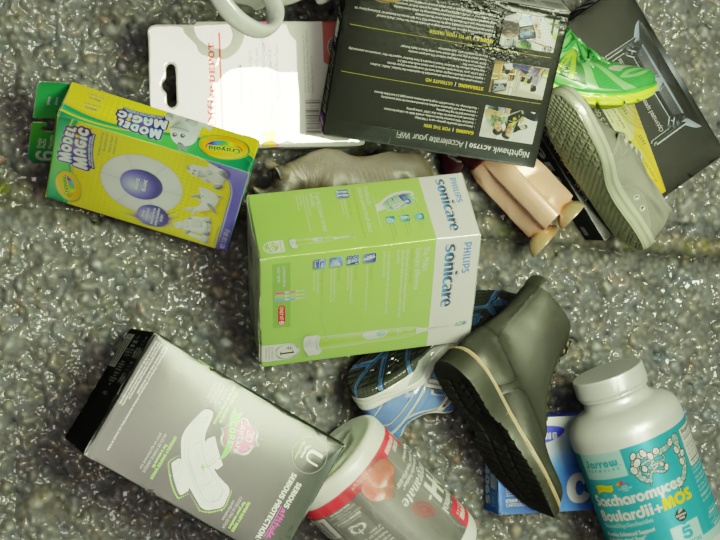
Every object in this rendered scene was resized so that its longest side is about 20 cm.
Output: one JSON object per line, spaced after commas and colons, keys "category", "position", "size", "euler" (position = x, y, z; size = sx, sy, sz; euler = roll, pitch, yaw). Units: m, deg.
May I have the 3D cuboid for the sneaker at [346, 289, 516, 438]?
{"category": "sneaker", "position": [0.080, 0.086, 1.653], "size": [0.200, 0.076, 0.077], "euler": [-29, 121, -13]}

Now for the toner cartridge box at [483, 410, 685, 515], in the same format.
{"category": "toner cartridge box", "position": [0.221, 0.186, 1.698], "size": [0.199, 0.043, 0.095], "euler": [-2, 91, -15]}

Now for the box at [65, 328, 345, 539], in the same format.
{"category": "box", "position": [-0.141, 0.154, 1.544], "size": [0.200, 0.149, 0.124], "euler": [33, 82, -13]}

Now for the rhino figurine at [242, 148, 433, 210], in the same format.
{"category": "rhino figurine", "position": [-0.022, -0.071, 1.607], "size": [0.199, 0.060, 0.088], "euler": [1, 113, -18]}

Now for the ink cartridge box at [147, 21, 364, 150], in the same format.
{"category": "ink cartridge box", "position": [-0.101, -0.169, 1.591], "size": [0.199, 0.067, 0.117], "euler": [-2, 92, -16]}

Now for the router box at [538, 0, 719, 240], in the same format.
{"category": "router box", "position": [0.240, -0.154, 1.691], "size": [0.157, 0.052, 0.200], "euler": [-34, 100, -11]}

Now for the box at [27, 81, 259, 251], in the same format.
{"category": "box", "position": [-0.198, -0.094, 1.528], "size": [0.200, 0.117, 0.048], "euler": [18, 50, -2]}

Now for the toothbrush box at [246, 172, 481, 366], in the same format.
{"category": "toothbrush box", "position": [0.000, 0.000, 1.565], "size": [0.199, 0.086, 0.146], "euler": [-6, 137, -7]}

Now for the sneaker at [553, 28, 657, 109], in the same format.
{"category": "sneaker", "position": [0.188, -0.197, 1.610], "size": [0.199, 0.074, 0.084], "euler": [9, 94, -13]}

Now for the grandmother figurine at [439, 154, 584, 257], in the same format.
{"category": "grandmother figurine", "position": [0.123, -0.113, 1.645], "size": [0.200, 0.061, 0.121], "euler": [43, 103, -2]}

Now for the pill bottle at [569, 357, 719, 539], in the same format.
{"category": "pill bottle", "position": [0.265, 0.187, 1.631], "size": [0.111, 0.111, 0.200], "euler": [-23, 96, -14]}

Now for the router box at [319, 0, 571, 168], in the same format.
{"category": "router box", "position": [0.073, -0.182, 1.541], "size": [0.199, 0.051, 0.150], "euler": [9, 110, -7]}

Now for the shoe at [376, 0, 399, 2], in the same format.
{"category": "shoe", "position": [0.033, -0.312, 1.502], "size": [0.070, 0.053, 0.200], "euler": [16, 64, -14]}

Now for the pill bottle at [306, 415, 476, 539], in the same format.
{"category": "pill bottle", "position": [0.038, 0.239, 1.613], "size": [0.111, 0.111, 0.200], "euler": [-46, 104, -10]}

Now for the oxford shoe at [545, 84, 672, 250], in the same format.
{"category": "oxford shoe", "position": [0.232, -0.103, 1.610], "size": [0.058, 0.075, 0.200], "euler": [-45, 124, -12]}

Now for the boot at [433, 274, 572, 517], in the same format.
{"category": "boot", "position": [0.169, 0.119, 1.620], "size": [0.138, 0.077, 0.200], "euler": [-43, 121, -25]}

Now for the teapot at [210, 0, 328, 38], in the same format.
{"category": "teapot", "position": [-0.072, -0.298, 1.533], "size": [0.200, 0.197, 0.146], "euler": [-38, 101, -8]}
